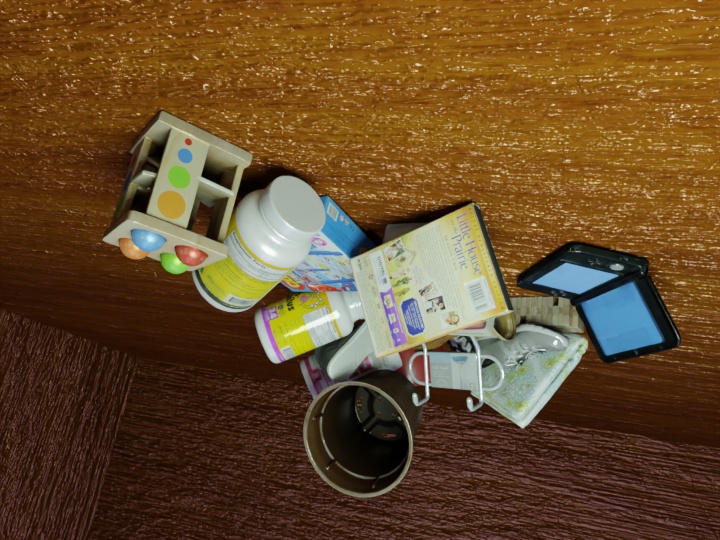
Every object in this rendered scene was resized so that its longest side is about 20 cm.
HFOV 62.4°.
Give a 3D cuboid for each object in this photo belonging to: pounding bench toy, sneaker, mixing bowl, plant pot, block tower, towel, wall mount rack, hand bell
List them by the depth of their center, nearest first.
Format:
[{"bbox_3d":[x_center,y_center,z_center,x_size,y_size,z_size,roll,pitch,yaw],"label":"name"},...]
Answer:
[{"bbox_3d":[-0.253,-0.078,0.776,0.123,0.158,0.199,22,160,-32],"label":"pounding bench toy"},{"bbox_3d":[0.151,0.155,1.060,0.198,0.177,0.074,-4,-179,38],"label":"wall mount rack"},{"bbox_3d":[0.293,0.148,1.089,0.074,0.083,0.199,22,158,-32],"label":"sneaker"},{"bbox_3d":[0.175,0.111,1.098,0.199,0.105,0.104,-28,141,36],"label":"hand bell"},{"bbox_3d":[0.022,0.281,1.105,0.197,0.203,0.198,5,-174,18],"label":"plant pot"},{"bbox_3d":[0.309,0.083,1.109,0.198,0.059,0.054,-6,156,38],"label":"block tower"},{"bbox_3d":[0.311,0.184,1.121,0.048,0.200,0.171,43,174,-25],"label":"towel"},{"bbox_3d":[-0.008,0.121,1.125,0.099,0.199,0.071,15,139,54],"label":"sneaker"},{"bbox_3d":[0.190,0.087,1.180,0.066,0.091,0.201,19,150,53],"label":"sneaker"},{"bbox_3d":[0.108,0.181,1.381,0.197,0.110,0.200,-1,-169,0],"label":"mixing bowl"}]

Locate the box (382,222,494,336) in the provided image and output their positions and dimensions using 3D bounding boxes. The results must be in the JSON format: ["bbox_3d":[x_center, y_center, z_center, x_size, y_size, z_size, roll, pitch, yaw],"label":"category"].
[{"bbox_3d":[0.124,0.019,0.917,0.126,0.110,0.200,0,157,30],"label":"box"}]

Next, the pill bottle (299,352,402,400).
[{"bbox_3d":[-0.019,0.201,1.258,0.198,0.114,0.114,-25,162,-5],"label":"pill bottle"}]

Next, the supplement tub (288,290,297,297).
[{"bbox_3d":[-0.079,0.083,1.226,0.121,0.124,0.200,9,162,4],"label":"supplement tub"}]

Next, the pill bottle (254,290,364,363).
[{"bbox_3d":[-0.082,0.083,1.065,0.198,0.105,0.104,-22,161,-2],"label":"pill bottle"}]

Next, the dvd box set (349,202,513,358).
[{"bbox_3d":[0.088,0.017,0.794,0.198,0.148,0.029,-24,163,27],"label":"dvd box set"}]

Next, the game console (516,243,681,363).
[{"bbox_3d":[0.349,0.057,0.902,0.173,0.118,0.200,12,162,-6],"label":"game console"}]

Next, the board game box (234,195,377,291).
[{"bbox_3d":[-0.082,-0.033,0.944,0.194,0.057,0.200,-2,152,34],"label":"board game box"}]

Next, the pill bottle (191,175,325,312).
[{"bbox_3d":[-0.136,-0.035,0.798,0.112,0.114,0.200,22,138,-32],"label":"pill bottle"}]
